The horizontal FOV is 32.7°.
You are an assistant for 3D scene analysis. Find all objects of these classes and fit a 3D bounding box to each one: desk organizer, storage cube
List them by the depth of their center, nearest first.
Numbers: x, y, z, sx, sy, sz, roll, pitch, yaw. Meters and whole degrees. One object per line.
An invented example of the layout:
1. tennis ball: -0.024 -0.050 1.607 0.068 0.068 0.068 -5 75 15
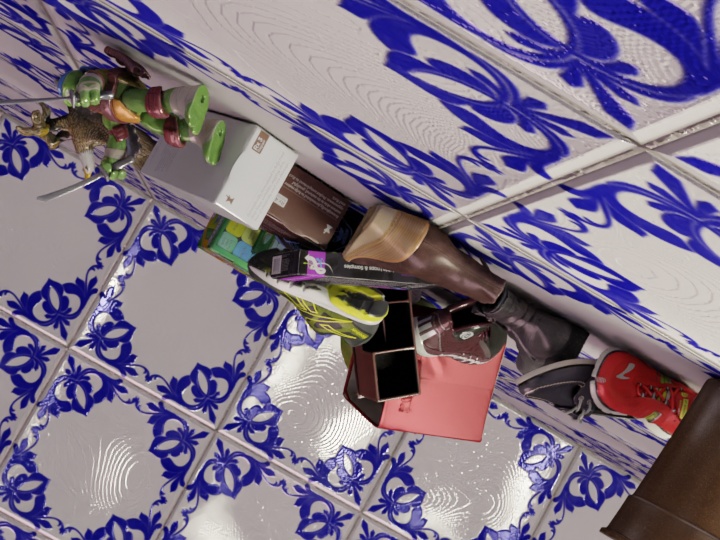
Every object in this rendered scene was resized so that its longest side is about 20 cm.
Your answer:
1. desk organizer: 0.030 0.076 1.689 0.071 0.202 0.077 -7 -176 -19
2. storage cube: 0.097 0.152 1.895 0.178 0.172 0.200 11 -173 -22

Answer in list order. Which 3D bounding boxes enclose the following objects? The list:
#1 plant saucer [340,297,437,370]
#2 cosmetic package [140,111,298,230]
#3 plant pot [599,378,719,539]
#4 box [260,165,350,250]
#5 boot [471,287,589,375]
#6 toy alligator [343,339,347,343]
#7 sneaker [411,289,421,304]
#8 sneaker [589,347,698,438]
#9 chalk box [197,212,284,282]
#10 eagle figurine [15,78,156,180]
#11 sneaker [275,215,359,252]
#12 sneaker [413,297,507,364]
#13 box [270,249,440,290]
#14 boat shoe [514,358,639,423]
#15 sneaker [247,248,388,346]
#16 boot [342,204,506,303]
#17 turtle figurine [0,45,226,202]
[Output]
1. plant saucer: 0.066 0.118 2.042 0.199 0.201 0.031 29 152 5
2. cosmetic package: -0.165 -0.122 1.411 0.074 0.102 0.200 32 176 -38
3. plant pot: 0.378 0.231 1.258 0.199 0.199 0.200 28 174 3
4. box: -0.102 -0.089 1.543 0.100 0.075 0.200 32 176 -24
5. boot: 0.195 0.069 1.509 0.131 0.070 0.200 30 163 -1
6. toy alligator: -0.023 0.050 1.945 0.059 0.201 0.054 -6 -151 6
7. sneaker: 0.043 0.015 1.818 0.099 0.079 0.200 22 -177 11
8. sneaker: 0.342 0.142 1.404 0.199 0.078 0.085 25 167 -36
9. chalk box: -0.161 -0.059 1.888 0.123 0.126 0.200 30 174 -14
10. eagle figurine: -0.412 -0.215 1.926 0.198 0.152 0.152 -1 -147 10
11. sneaker: -0.067 -0.057 1.646 0.078 0.071 0.199 20 173 -39
12. sneaker: 0.168 0.082 1.733 0.199 0.076 0.115 0 157 -45
13. box: 0.000 0.000 1.538 0.198 0.036 0.143 6 176 -18
14. boat shoe: 0.264 0.144 1.428 0.199 0.063 0.073 5 154 -37
15. sneaker: -0.064 0.042 1.627 0.199 0.085 0.075 25 -143 9
16. boot: 0.069 -0.006 1.379 0.166 0.073 0.200 32 171 -5
17. turtle figurine: -0.256 -0.144 1.303 0.192 0.145 0.200 9 -148 17
